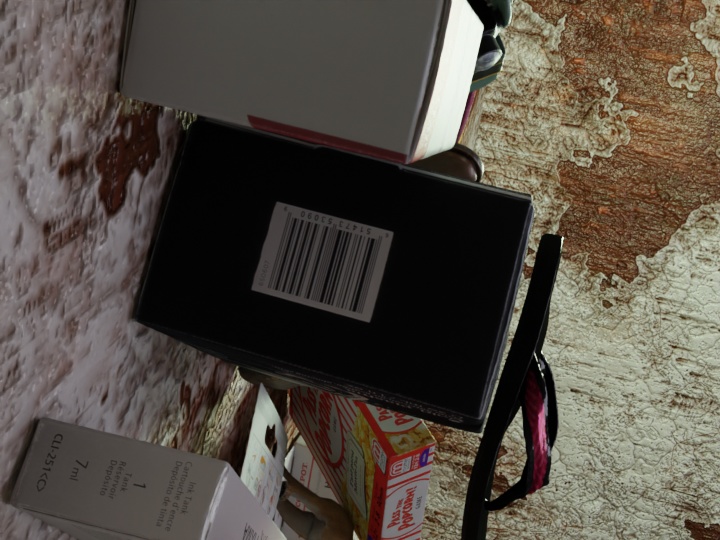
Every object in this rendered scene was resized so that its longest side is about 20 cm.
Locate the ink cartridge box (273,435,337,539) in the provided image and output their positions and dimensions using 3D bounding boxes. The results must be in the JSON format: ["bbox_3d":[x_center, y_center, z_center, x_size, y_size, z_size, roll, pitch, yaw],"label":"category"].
[{"bbox_3d":[-0.039,0.231,1.095,0.200,0.066,0.118,-45,146,-73],"label":"ink cartridge box"}]

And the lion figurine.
[{"bbox_3d":[-0.030,0.247,0.840,0.072,0.121,0.202,-43,-147,31],"label":"lion figurine"}]

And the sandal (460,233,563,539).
[{"bbox_3d":[0.099,0.081,0.573,0.075,0.044,0.204,-22,128,-78],"label":"sandal"}]

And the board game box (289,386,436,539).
[{"bbox_3d":[-0.005,0.139,0.881,0.201,0.045,0.154,-126,-149,-43],"label":"board game box"}]

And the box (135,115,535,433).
[{"bbox_3d":[-0.004,0.013,0.606,0.197,0.196,0.126,54,52,-77],"label":"box"}]

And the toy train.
[{"bbox_3d":[0.069,-0.252,0.877,0.114,0.084,0.203,93,-26,-71],"label":"toy train"}]

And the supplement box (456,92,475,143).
[{"bbox_3d":[0.078,-0.215,1.052,0.202,0.101,0.132,105,4,-45],"label":"supplement box"}]

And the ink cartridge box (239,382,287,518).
[{"bbox_3d":[-0.105,0.199,0.732,0.161,0.046,0.204,82,19,-66],"label":"ink cartridge box"}]

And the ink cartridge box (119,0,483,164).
[{"bbox_3d":[-0.017,-0.116,0.522,0.200,0.143,0.085,-36,140,-76],"label":"ink cartridge box"}]

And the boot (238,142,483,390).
[{"bbox_3d":[0.000,0.000,0.757,0.064,0.184,0.202,48,41,-27],"label":"boot"}]

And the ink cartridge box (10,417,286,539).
[{"bbox_3d":[-0.060,0.142,0.504,0.201,0.173,0.045,83,22,-66],"label":"ink cartridge box"}]
